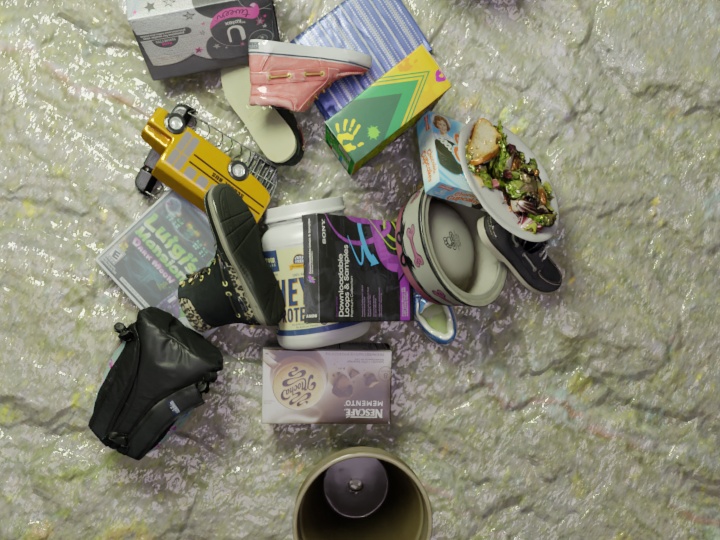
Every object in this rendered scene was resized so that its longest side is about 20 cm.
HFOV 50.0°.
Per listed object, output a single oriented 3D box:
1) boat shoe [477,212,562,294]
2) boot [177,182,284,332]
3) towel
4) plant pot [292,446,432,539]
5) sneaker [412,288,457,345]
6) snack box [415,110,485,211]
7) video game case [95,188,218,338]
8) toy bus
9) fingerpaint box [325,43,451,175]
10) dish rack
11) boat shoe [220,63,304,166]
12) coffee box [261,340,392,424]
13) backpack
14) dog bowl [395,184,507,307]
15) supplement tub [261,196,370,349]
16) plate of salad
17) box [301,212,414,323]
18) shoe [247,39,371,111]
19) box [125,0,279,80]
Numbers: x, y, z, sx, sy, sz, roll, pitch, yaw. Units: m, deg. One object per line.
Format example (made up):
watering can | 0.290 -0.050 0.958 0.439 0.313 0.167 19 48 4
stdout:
boat shoe | 0.255 -0.027 1.155 0.062 0.074 0.199 -28 133 34
boot | -0.204 -0.007 1.074 0.151 0.073 0.207 -11 109 33
towel | -0.005 -0.335 1.182 0.199 0.024 0.146 -36 93 -2
plant pot | -0.001 0.345 1.149 0.195 0.174 0.205 0 94 -3
sneaker | 0.095 0.023 1.182 0.075 0.077 0.202 -33 93 1
snack box | 0.171 -0.149 1.127 0.197 0.037 0.119 12 61 -33
video game case | -0.265 0.001 1.152 0.181 0.023 0.201 -38 102 12
toy bus | -0.223 -0.137 1.088 0.198 0.065 0.079 36 69 -16
fingerpaint box | 0.032 -0.222 1.099 0.166 0.200 0.074 -38 93 0
dish rack | -0.228 -0.141 1.163 0.198 0.055 0.155 30 93 -7
boat shoe | -0.148 -0.247 1.157 0.073 0.063 0.204 -30 82 10
coffee box | -0.051 0.171 1.180 0.195 0.080 0.116 2 93 -4
backpack | -0.303 0.174 1.133 0.166 0.127 0.202 35 102 5
dog bowl | 0.131 -0.038 1.136 0.198 0.073 0.205 17 65 -41
supplement tub | -0.068 0.002 1.136 0.142 0.145 0.205 -10 94 -3
plate of salad | 0.219 -0.135 1.091 0.200 0.200 0.048 47 132 -6
box | 0.000 0.000 1.078 0.198 0.036 0.147 2 84 -46
shoe | -0.072 -0.275 1.112 0.197 0.071 0.093 -4 106 -34
box | -0.219 -0.368 1.090 0.195 0.133 0.117 -12 66 -3
